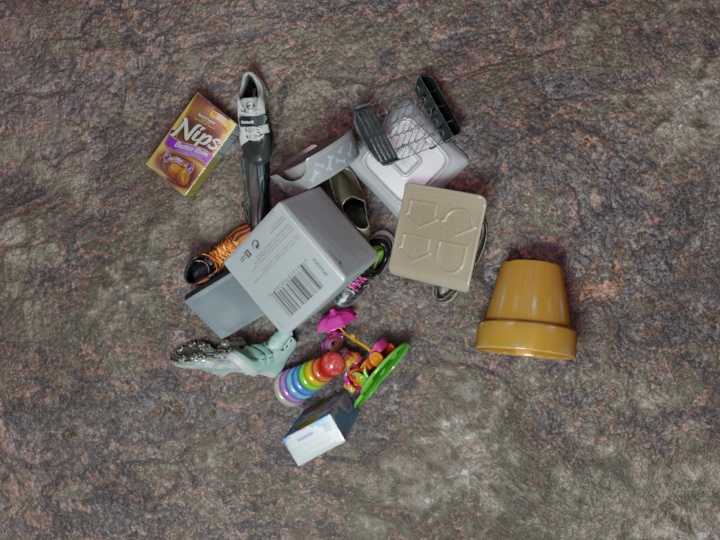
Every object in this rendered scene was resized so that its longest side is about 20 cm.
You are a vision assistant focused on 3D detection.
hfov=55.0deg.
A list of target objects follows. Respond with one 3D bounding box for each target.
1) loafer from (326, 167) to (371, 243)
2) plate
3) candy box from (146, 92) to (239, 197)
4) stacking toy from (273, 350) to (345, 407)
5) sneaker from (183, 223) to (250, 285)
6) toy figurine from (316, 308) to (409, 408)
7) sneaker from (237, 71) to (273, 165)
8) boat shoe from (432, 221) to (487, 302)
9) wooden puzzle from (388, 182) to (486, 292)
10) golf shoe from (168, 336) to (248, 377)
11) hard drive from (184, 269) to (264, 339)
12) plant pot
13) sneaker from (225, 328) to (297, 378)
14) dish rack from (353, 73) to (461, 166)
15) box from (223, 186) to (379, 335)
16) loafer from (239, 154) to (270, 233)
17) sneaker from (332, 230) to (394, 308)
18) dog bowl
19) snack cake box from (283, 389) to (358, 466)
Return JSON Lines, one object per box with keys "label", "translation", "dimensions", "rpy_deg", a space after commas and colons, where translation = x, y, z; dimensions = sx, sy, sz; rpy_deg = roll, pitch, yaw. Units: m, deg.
{"label": "loafer", "translation": [-0.017, -0.146, 1.462], "dimensions": [0.075, 0.070, 0.200], "rpy_deg": [-12, 68, -21]}
{"label": "plate", "translation": [0.098, -0.235, 1.489], "dimensions": [0.200, 0.032, 0.200], "rpy_deg": [-45, 88, 8]}
{"label": "candy box", "translation": [-0.366, -0.277, 1.532], "dimensions": [0.117, 0.056, 0.200], "rpy_deg": [39, 97, 3]}
{"label": "stacking toy", "translation": [-0.103, 0.227, 1.482], "dimensions": [0.200, 0.085, 0.085], "rpy_deg": [-35, 90, 44]}
{"label": "sneaker", "translation": [-0.303, -0.028, 1.517], "dimensions": [0.200, 0.112, 0.078], "rpy_deg": [-41, 90, 8]}
{"label": "toy figurine", "translation": [-0.021, 0.172, 1.513], "dimensions": [0.184, 0.150, 0.200], "rpy_deg": [41, 124, 15]}
{"label": "sneaker", "translation": [-0.233, -0.326, 1.472], "dimensions": [0.074, 0.089, 0.201], "rpy_deg": [-8, 81, 5]}
{"label": "boat shoe", "translation": [0.214, -0.020, 1.476], "dimensions": [0.072, 0.066, 0.201], "rpy_deg": [27, 98, 4]}
{"label": "wooden puzzle", "translation": [0.163, -0.071, 1.443], "dimensions": [0.185, 0.046, 0.201], "rpy_deg": [14, 100, 27]}
{"label": "golf shoe", "translation": [-0.338, 0.212, 1.566], "dimensions": [0.199, 0.078, 0.097], "rpy_deg": [-5, 123, 22]}
{"label": "hard drive", "translation": [-0.264, 0.056, 1.527], "dimensions": [0.200, 0.033, 0.140], "rpy_deg": [-31, 126, 9]}
{"label": "plant pot", "translation": [0.343, 0.079, 1.416], "dimensions": [0.200, 0.200, 0.184], "rpy_deg": [6, 81, 7]}
{"label": "sneaker", "translation": [-0.208, 0.163, 1.489], "dimensions": [0.074, 0.200, 0.118], "rpy_deg": [34, 91, 22]}
{"label": "dish rack", "translation": [0.091, -0.305, 1.424], "dimensions": [0.200, 0.055, 0.154], "rpy_deg": [-24, 79, -22]}
{"label": "box", "translation": [-0.115, -0.023, 1.379], "dimensions": [0.199, 0.171, 0.200], "rpy_deg": [-42, 85, 30]}
{"label": "loafer", "translation": [-0.234, -0.159, 1.515], "dimensions": [0.063, 0.072, 0.201], "rpy_deg": [-1, 81, 9]}
{"label": "sneaker", "translation": [0.000, 0.000, 1.492], "dimensions": [0.074, 0.087, 0.200], "rpy_deg": [39, 99, -1]}
{"label": "dog bowl", "translation": [-0.090, -0.224, 1.437], "dimensions": [0.200, 0.200, 0.059], "rpy_deg": [-28, 106, 9]}
{"label": "snack cake box", "translation": [-0.080, 0.330, 1.477], "dimensions": [0.115, 0.200, 0.067], "rpy_deg": [-30, 91, 9]}
